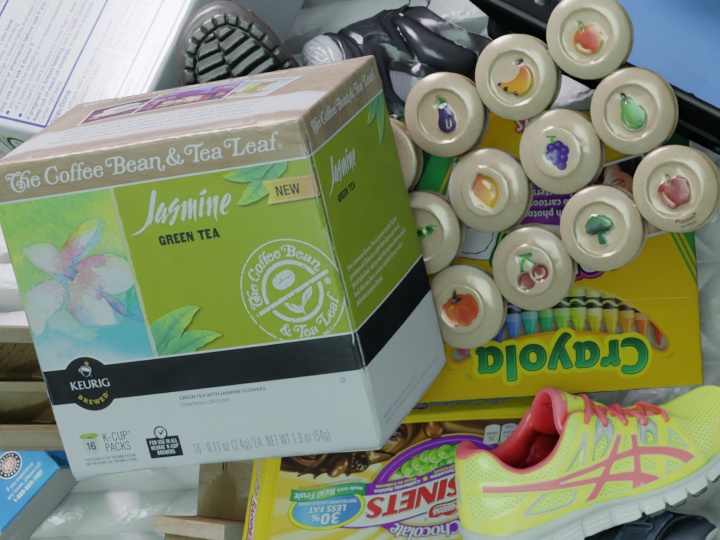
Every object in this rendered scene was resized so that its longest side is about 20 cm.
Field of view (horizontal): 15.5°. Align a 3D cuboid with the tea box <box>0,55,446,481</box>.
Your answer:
[{"bbox_3d":[-0.079,-0.002,1.515,0.199,0.134,0.198,-8,106,22],"label":"tea box"}]

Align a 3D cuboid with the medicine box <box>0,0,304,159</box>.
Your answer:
[{"bbox_3d":[-0.165,-0.148,1.698,0.199,0.103,0.183,14,72,34],"label":"medicine box"}]

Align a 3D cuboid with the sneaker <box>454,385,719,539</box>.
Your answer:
[{"bbox_3d":[0.142,0.105,1.593,0.199,0.078,0.091,-24,105,-21],"label":"sneaker"}]

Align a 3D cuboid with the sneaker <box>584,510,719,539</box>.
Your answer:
[{"bbox_3d":[0.137,0.209,1.589,0.146,0.202,0.077,12,133,41],"label":"sneaker"}]

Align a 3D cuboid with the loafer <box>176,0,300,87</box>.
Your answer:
[{"bbox_3d":[-0.051,-0.084,1.639,0.073,0.071,0.200,-29,115,6],"label":"loafer"}]

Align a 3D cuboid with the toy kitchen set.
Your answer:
[{"bbox_3d":[-0.146,0.120,1.666,0.199,0.180,0.164,1,89,44],"label":"toy kitchen set"}]

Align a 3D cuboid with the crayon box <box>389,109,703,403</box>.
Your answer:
[{"bbox_3d":[0.108,-0.009,1.631,0.199,0.058,0.174,-3,87,-20],"label":"crayon box"}]

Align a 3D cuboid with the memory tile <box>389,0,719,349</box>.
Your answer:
[{"bbox_3d":[0.095,-0.057,1.527,0.199,0.017,0.154,-30,88,24],"label":"memory tile"}]

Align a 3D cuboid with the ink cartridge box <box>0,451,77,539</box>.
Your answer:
[{"bbox_3d":[-0.294,0.102,1.802,0.200,0.067,0.116,46,101,13],"label":"ink cartridge box"}]

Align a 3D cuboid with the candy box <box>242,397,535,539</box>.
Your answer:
[{"bbox_3d":[0.028,0.127,1.646,0.199,0.026,0.103,-3,121,-22],"label":"candy box"}]

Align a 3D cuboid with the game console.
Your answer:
[{"bbox_3d":[0.179,-0.152,1.598,0.199,0.117,0.176,29,60,15],"label":"game console"}]

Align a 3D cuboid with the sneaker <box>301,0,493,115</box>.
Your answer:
[{"bbox_3d":[0.057,-0.087,1.693,0.114,0.075,0.200,-35,97,-5],"label":"sneaker"}]
